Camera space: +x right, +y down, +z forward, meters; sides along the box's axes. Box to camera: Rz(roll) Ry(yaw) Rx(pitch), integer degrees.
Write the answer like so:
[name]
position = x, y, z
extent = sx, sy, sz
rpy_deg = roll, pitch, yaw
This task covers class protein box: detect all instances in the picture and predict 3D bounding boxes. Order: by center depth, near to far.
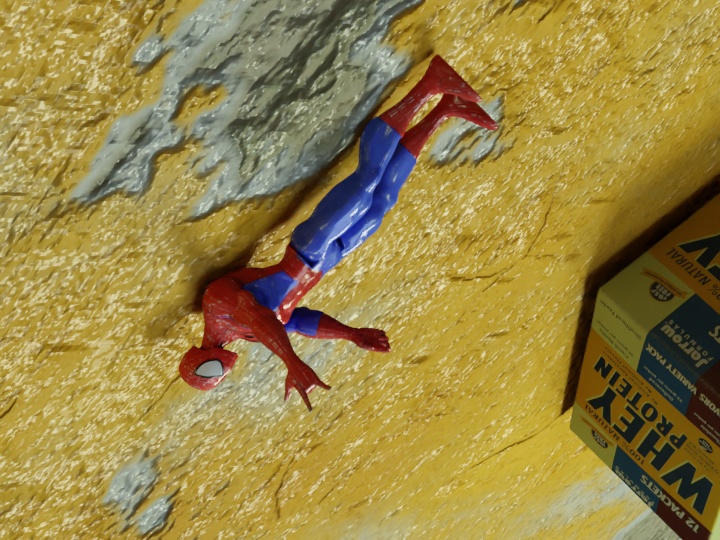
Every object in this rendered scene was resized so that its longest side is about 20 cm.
[protein box]
position = 0.265, 0.049, 1.703
extent = 0.200, 0.135, 0.199
rpy_deg = -37, 157, -22

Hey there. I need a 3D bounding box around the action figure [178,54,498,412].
[action figure]
position = 0.000, 0.000, 1.235
extent = 0.200, 0.099, 0.065
rpy_deg = -43, 156, 0
